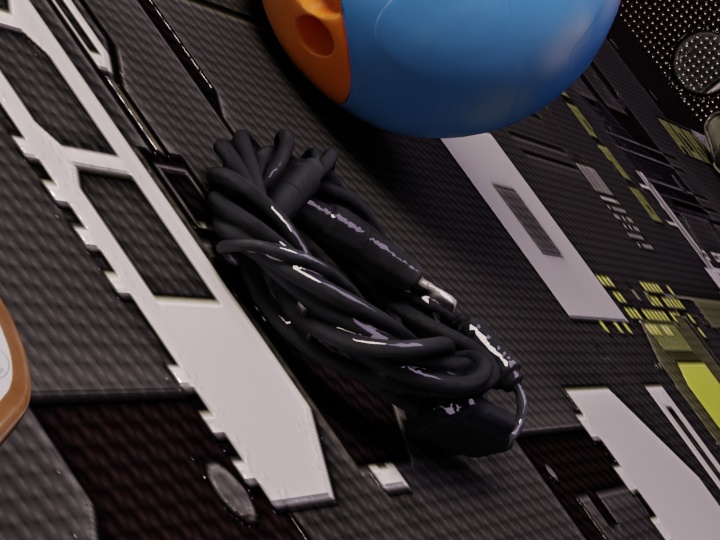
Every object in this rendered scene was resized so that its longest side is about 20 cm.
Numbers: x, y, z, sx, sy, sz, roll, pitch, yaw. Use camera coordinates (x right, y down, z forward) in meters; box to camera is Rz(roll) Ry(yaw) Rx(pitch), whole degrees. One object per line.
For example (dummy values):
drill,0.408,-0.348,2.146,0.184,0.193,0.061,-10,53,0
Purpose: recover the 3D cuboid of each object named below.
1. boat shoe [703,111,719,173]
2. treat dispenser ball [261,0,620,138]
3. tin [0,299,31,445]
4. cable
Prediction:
boat shoe,0.412,-0.120,2.645,0.064,0.071,0.200,47,6,-19
treat dispenser ball,0.042,-0.171,1.298,0.201,0.201,0.201,47,14,-16
tin,-0.138,0.017,0.585,0.112,0.042,0.200,45,14,-6
cable,0.000,0.000,1.039,0.164,0.051,0.200,58,16,26
